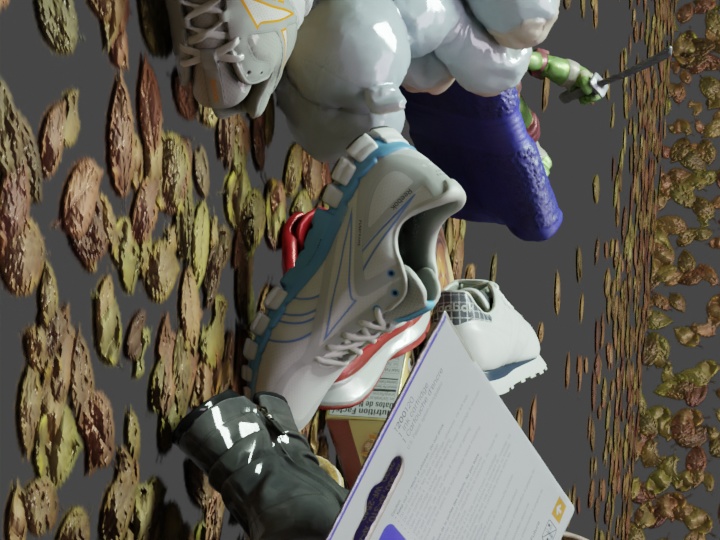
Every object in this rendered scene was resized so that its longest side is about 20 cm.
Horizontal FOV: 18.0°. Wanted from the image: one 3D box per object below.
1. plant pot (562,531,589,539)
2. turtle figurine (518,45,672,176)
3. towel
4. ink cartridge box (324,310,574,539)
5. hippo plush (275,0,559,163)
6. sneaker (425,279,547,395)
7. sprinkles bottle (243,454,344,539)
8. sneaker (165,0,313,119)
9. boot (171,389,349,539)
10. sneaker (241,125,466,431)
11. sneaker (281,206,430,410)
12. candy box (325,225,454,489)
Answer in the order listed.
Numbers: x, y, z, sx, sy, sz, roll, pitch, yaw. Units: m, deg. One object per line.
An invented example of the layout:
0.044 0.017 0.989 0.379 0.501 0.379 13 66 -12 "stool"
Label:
0.049 0.233 1.344 0.200 0.134 0.201 -12 109 -39 "plant pot"
0.130 -0.111 1.855 0.194 0.200 0.144 87 27 -60 "turtle figurine"
0.075 -0.123 1.599 0.148 0.049 0.200 20 -44 59 "towel"
0.024 0.150 1.153 0.198 0.043 0.200 -61 142 -23 "ink cartridge box"
0.029 -0.145 1.413 0.200 0.159 0.161 106 9 -52 "hippo plush"
0.092 0.043 1.675 0.200 0.076 0.081 -27 109 -78 "sneaker"
-0.033 0.208 1.412 0.068 0.068 0.200 -71 159 -50 "sprinkles bottle"
-0.071 -0.137 1.185 0.200 0.076 0.092 48 50 -70 "sneaker"
-0.058 0.127 1.211 0.070 0.132 0.200 -46 165 11 "boot"
-0.001 0.019 1.359 0.075 0.087 0.200 6 111 -58 "sneaker"
0.000 0.000 1.499 0.200 0.078 0.116 -65 155 -62 "sneaker"
0.024 0.057 1.654 0.116 0.055 0.200 74 21 -52 "candy box"
